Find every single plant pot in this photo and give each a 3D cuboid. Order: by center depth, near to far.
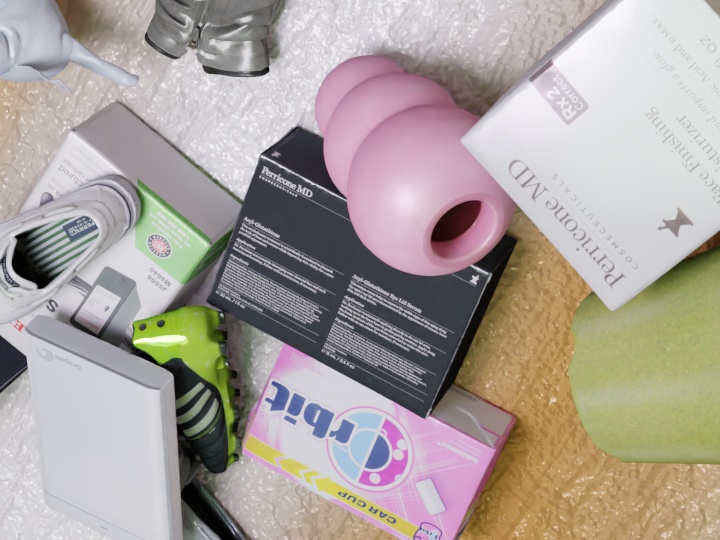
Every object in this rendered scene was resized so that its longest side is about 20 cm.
[{"bbox_3d":[0.258,0.063,1.542,0.184,0.200,0.201,-12,107,37],"label":"plant pot"}]

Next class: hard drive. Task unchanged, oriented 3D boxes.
[{"bbox_3d":[-0.205,0.138,1.725,0.132,0.027,0.201,22,135,22],"label":"hard drive"}]

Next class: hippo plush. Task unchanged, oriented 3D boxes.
[{"bbox_3d":[-0.291,-0.226,1.635,0.199,0.159,0.162,12,105,37],"label":"hippo plush"}]

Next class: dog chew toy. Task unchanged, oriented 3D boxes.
[{"bbox_3d":[0.030,-0.087,1.570,0.200,0.124,0.125,55,131,43],"label":"dog chew toy"}]

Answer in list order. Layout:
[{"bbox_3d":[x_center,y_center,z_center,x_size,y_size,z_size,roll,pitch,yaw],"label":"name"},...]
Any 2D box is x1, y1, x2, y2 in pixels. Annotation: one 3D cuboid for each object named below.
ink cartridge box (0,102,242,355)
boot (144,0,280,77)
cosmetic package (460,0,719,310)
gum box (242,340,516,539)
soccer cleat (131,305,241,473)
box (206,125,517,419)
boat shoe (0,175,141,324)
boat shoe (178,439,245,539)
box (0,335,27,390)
[{"bbox_3d":[-0.207,-0.010,1.735,0.145,0.084,0.200,39,120,3],"label":"ink cartridge box"},{"bbox_3d":[-0.071,-0.206,1.620,0.199,0.068,0.131,16,121,23],"label":"boot"},{"bbox_3d":[0.210,-0.113,1.484,0.165,0.165,0.200,48,120,-2],"label":"cosmetic package"},{"bbox_3d":[0.009,0.130,1.720,0.199,0.066,0.114,27,117,9],"label":"gum box"},{"bbox_3d":[-0.140,0.096,1.730,0.081,0.068,0.200,-5,141,1],"label":"soccer cleat"},{"bbox_3d":[0.000,0.000,1.663,0.199,0.079,0.142,28,121,9],"label":"box"},{"bbox_3d":[-0.259,-0.011,1.668,0.200,0.067,0.074,-36,94,30],"label":"boat shoe"},{"bbox_3d":[-0.162,0.176,1.812,0.071,0.070,0.201,-30,102,17],"label":"boat shoe"},{"bbox_3d":[-0.406,0.061,1.831,0.182,0.104,0.200,-39,94,30],"label":"box"}]
